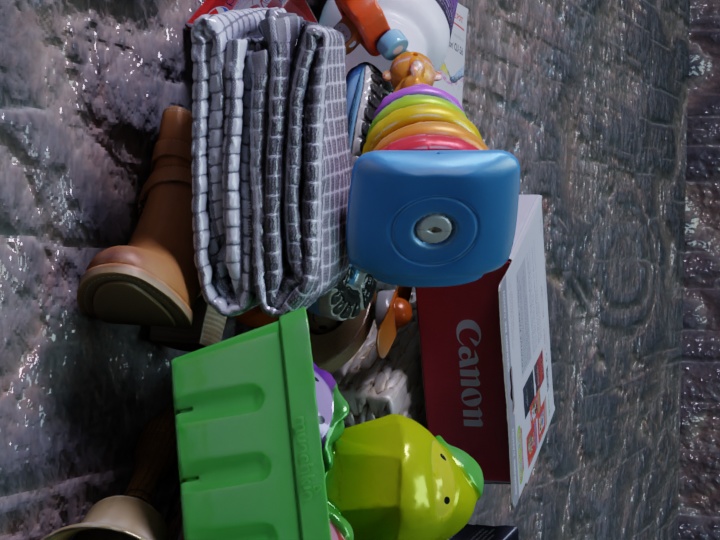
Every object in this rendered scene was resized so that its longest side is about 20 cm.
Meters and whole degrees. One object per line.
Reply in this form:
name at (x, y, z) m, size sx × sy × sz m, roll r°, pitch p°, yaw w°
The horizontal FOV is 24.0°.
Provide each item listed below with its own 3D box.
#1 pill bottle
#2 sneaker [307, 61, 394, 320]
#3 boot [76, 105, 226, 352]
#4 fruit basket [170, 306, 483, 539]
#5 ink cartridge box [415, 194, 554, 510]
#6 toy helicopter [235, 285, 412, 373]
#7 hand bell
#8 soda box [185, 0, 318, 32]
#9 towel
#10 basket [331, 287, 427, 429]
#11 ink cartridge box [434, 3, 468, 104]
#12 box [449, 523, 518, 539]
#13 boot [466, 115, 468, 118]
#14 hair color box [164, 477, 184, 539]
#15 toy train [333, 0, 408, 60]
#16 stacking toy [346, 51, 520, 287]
pill bottle at (0.025, -0.219, 1.432) m, size 0.200 × 0.111 × 0.112 m, roll -77°, pitch 158°, yaw -49°
sneaker at (-0.026, -0.066, 1.271) m, size 0.078 × 0.090 × 0.201 m, roll 39°, pitch 62°, yaw -57°
boot at (-0.130, -0.036, 1.130) m, size 0.200 × 0.073 × 0.155 m, roll 53°, pitch 42°, yaw -75°
fruit basket at (-0.014, 0.137, 1.080) m, size 0.156 × 0.215 × 0.216 m, roll 95°, pitch 5°, yaw -69°
ink cartridge box at (0.096, 0.062, 1.346) m, size 0.176 × 0.083 × 0.201 m, roll -56°, pitch 144°, yaw -62°
toy helicopter at (0.000, 0.000, 1.323) m, size 0.200 × 0.132 × 0.079 m, roll -55°, pitch 146°, yaw -21°
hand bell at (-0.146, 0.149, 1.111) m, size 0.200 × 0.104 × 0.105 m, roll -78°, pitch 161°, yaw -60°
soda box at (-0.056, -0.144, 1.294) m, size 0.070 × 0.063 × 0.200 m, roll -52°, pitch 149°, yaw -13°
towel at (-0.050, -0.075, 1.129) m, size 0.166 × 0.085 × 0.201 m, roll -34°, pitch 126°, yaw -77°
basket at (0.005, 0.108, 1.416) m, size 0.200 × 0.123 × 0.136 m, roll -53°, pitch 141°, yaw -58°
ink cartridge box at (0.051, -0.200, 1.597) m, size 0.116 × 0.067 × 0.201 m, roll 9°, pitch 83°, yaw -68°
box at (0.018, 0.308, 1.358) m, size 0.123 × 0.198 × 0.201 m, roll -21°, pitch 111°, yaw -65°
boot at (0.020, -0.070, 1.456) m, size 0.203 × 0.073 × 0.154 m, roll 2°, pitch 100°, yaw -54°
hair color box at (-0.097, 0.166, 1.177) m, size 0.102 × 0.061 × 0.201 m, roll 127°, pitch -18°, yaw -54°
toy train at (-0.048, -0.239, 1.262) m, size 0.200 × 0.056 × 0.150 m, roll 52°, pitch -2°, yaw 19°
stacking toy at (0.042, -0.091, 1.203) m, size 0.200 × 0.116 × 0.110 m, roll -97°, pitch -173°, yaw -48°
